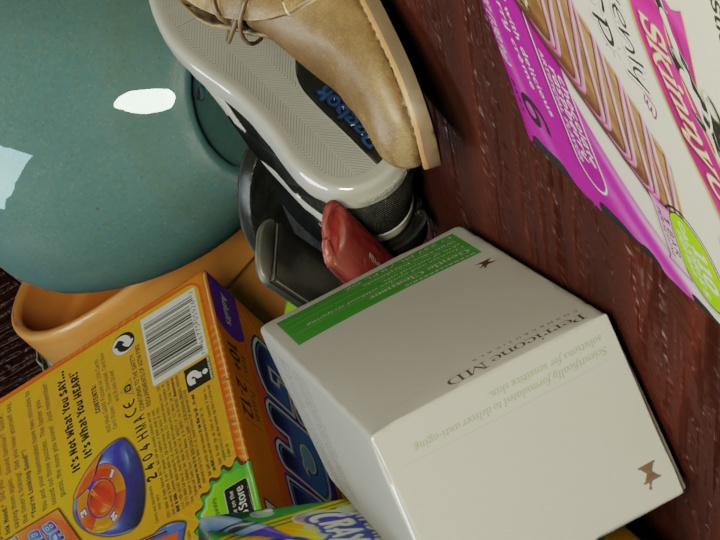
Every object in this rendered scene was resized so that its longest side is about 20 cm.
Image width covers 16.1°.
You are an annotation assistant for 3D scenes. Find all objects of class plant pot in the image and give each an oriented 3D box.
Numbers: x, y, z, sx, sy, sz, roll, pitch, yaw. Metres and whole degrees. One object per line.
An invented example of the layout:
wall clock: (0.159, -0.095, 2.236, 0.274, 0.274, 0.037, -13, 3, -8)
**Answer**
plant pot: (-0.105, -0.089, 1.318, 0.135, 0.200, 0.200, -1, 123, 42)
plant pot: (-0.093, 0.013, 1.550, 0.140, 0.200, 0.200, 48, 178, -22)

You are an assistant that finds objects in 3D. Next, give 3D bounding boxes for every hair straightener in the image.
hair straightener: (0.004, 0.028, 1.208, 0.200, 0.077, 0.041, 37, -134, -52)

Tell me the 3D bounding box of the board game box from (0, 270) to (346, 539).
board game box: (-0.093, 0.168, 1.393, 0.200, 0.200, 0.200, 45, -160, -42)

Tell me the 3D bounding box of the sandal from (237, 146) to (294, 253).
sandal: (0.001, 0.000, 1.316, 0.048, 0.075, 0.201, 18, 150, 42)

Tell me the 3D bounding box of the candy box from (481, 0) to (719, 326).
candy box: (0.081, -0.053, 0.541, 0.200, 0.061, 0.136, 50, 166, 56)

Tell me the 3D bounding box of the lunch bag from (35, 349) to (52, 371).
lunch bag: (-0.133, 0.018, 1.733, 0.118, 0.200, 0.164, 66, 173, -31)

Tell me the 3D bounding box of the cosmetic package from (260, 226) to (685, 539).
cosmetic package: (0.040, 0.055, 1.042, 0.085, 0.108, 0.200, 66, 170, -15)

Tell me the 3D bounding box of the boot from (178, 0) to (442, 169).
boot: (-0.033, -0.109, 1.070, 0.200, 0.075, 0.074, 57, 169, 28)

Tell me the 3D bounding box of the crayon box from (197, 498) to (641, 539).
crayon box: (0.041, 0.131, 1.071, 0.126, 0.200, 0.052, -143, 49, -72)

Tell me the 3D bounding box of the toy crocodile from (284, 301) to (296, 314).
toy crocodile: (0.007, 0.043, 1.434, 0.200, 0.062, 0.068, 62, -168, -17)

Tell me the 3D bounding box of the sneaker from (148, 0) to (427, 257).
sneaker: (-0.038, -0.077, 1.225, 0.200, 0.073, 0.112, 56, 169, 32)
